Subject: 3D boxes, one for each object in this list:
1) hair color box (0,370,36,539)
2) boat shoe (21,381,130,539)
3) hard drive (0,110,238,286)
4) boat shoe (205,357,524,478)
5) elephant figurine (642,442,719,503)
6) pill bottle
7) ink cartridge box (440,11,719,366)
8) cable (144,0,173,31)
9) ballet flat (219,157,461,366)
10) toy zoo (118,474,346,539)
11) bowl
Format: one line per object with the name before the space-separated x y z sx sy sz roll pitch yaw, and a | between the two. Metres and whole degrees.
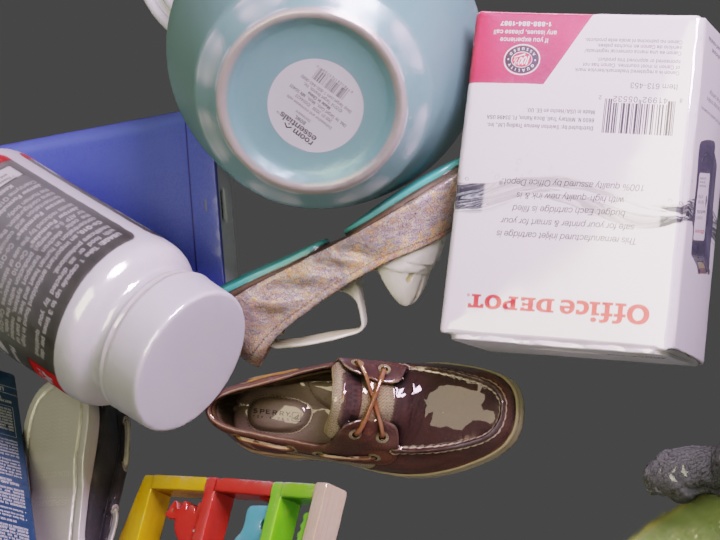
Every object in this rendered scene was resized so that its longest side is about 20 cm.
hair color box | -0.255 0.163 1.640 0.100 0.060 0.201 -51 36 34
boat shoe | -0.189 0.171 1.662 0.074 0.060 0.201 -5 71 34
hard drive | -0.179 -0.027 1.719 0.199 0.025 0.133 -9 78 20
boat shoe | -0.001 0.087 1.602 0.199 0.072 0.073 2 82 23
elephant figurine | 0.265 0.071 1.475 0.200 0.142 0.155 26 62 39
pill bottle | -0.176 0.014 1.624 0.200 0.114 0.114 30 93 31
ink cartridge box | 0.137 -0.048 1.561 0.144 0.084 0.201 3 82 22
cable | -0.049 -0.223 1.676 0.199 0.069 0.201 6 85 23
ballet flat | 0.000 0.000 1.628 0.199 0.068 0.067 -28 92 18
toy zoo | -0.099 0.193 1.613 0.199 0.020 0.132 -1 68 45
bowl | -0.026 -0.118 1.578 0.200 0.105 0.202 1 110 4
